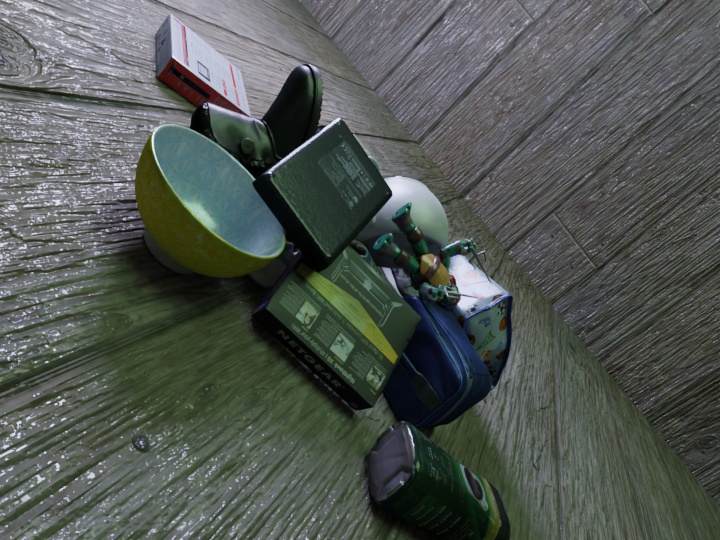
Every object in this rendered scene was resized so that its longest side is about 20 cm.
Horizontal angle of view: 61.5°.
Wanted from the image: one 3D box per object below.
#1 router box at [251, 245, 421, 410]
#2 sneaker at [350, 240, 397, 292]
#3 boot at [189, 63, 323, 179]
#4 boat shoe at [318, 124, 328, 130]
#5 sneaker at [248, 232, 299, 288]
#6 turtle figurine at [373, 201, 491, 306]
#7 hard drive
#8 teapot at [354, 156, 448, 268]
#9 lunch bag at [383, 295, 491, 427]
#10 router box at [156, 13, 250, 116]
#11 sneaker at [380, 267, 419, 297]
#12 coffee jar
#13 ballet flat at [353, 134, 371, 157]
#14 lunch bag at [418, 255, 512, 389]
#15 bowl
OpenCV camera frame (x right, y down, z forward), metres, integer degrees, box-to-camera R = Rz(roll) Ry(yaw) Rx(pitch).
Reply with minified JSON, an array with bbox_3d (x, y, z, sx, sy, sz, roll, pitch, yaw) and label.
[{"bbox_3d":[-0.026,0.063,0.825,0.200,0.052,0.159,44,56,-14],"label":"router box"},{"bbox_3d":[0.000,0.000,1.038,0.198,0.086,0.076,37,55,-22],"label":"sneaker"},{"bbox_3d":[-0.146,-0.208,0.843,0.165,0.206,0.076,10,5,-37],"label":"boot"},{"bbox_3d":[-0.113,-0.255,1.197,0.067,0.074,0.197,22,-10,-39],"label":"boat shoe"},{"bbox_3d":[-0.104,-0.035,0.913,0.077,0.081,0.200,46,18,-1],"label":"sneaker"},{"bbox_3d":[0.116,-0.003,0.960,0.199,0.100,0.151,41,44,-14],"label":"turtle figurine"},{"bbox_3d":[-0.043,-0.109,0.820,0.141,0.033,0.200,53,42,-11],"label":"hard drive"},{"bbox_3d":[0.066,-0.102,1.089,0.191,0.201,0.150,4,70,-9],"label":"teapot"},{"bbox_3d":[0.095,0.136,0.947,0.131,0.136,0.202,18,34,-55],"label":"lunch bag"},{"bbox_3d":[-0.301,-0.376,1.156,0.178,0.049,0.202,34,25,-38],"label":"router box"},{"bbox_3d":[0.097,-0.001,1.206,0.075,0.087,0.202,14,39,-59],"label":"sneaker"},{"bbox_3d":[0.102,0.285,0.764,0.199,0.085,0.105,40,18,-23],"label":"coffee jar"},{"bbox_3d":[-0.010,-0.199,1.094,0.070,0.069,0.200,46,-1,-7],"label":"ballet flat"},{"bbox_3d":[0.186,0.102,1.101,0.171,0.121,0.204,51,-22,49],"label":"lunch bag"},{"bbox_3d":[-0.195,-0.061,0.720,0.200,0.107,0.202,43,20,-19],"label":"bowl"}]
